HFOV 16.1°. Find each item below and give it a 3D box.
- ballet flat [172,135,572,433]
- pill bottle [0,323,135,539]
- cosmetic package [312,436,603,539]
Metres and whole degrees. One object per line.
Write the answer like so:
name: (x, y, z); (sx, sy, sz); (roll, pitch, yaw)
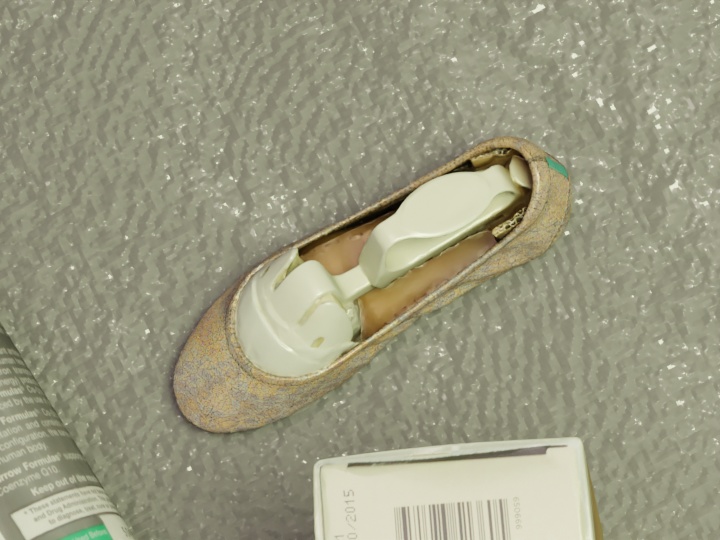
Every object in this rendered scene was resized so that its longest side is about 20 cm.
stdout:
ballet flat: (0.000, 0.000, 1.103); (0.199, 0.067, 0.068); (-34, 75, -1)
pill bottle: (-0.185, 0.076, 1.085); (0.113, 0.113, 0.201); (-33, 75, -1)
cosmetic package: (0.046, 0.121, 1.000); (0.104, 0.200, 0.072); (-5, 75, 5)
